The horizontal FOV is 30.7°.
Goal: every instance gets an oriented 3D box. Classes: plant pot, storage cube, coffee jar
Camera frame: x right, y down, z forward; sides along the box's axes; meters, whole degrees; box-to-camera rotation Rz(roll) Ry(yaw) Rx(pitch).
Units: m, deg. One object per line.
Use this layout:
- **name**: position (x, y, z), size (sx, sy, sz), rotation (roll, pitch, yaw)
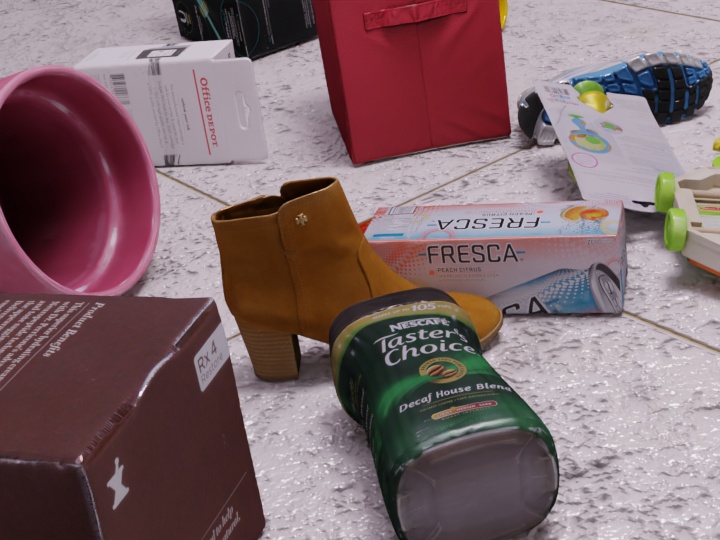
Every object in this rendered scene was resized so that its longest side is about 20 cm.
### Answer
- **plant pot**: position (-0.302, -0.057, 1.122), size (0.178, 0.201, 0.200), rotation (-12, 22, 32)
- **storage cube**: position (0.049, -0.235, 1.350), size (0.170, 0.181, 0.200), rotation (-11, 26, -4)
- **coffee jar**: position (0.044, 0.086, 0.826), size (0.104, 0.086, 0.200), rotation (-14, 27, -9)

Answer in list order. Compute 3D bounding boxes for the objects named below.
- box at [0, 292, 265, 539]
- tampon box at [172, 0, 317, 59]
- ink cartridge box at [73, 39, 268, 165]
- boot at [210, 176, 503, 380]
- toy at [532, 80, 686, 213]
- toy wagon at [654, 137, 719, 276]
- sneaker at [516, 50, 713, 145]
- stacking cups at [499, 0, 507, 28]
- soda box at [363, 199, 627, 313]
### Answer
- **box**: position (-0.185, 0.121, 0.741), size (0.199, 0.165, 0.166), rotation (2, 28, 20)
- **tampon box**: position (-0.158, -0.383, 1.739), size (0.126, 0.151, 0.200), rotation (-24, 30, -27)
- **ink cartridge box**: position (-0.189, -0.176, 1.383), size (0.199, 0.116, 0.067), rotation (-1, 27, 16)
- **boot**: position (-0.001, 0.000, 0.944), size (0.200, 0.145, 0.071), rotation (-9, 27, -1)
- **toy**: position (0.220, -0.097, 1.155), size (0.115, 0.047, 0.200), rotation (7, 39, -13)
- **toy wagon**: position (0.313, -0.050, 1.038), size (0.154, 0.040, 0.200), rotation (4, 28, 3)
- **sneaker**: position (0.248, -0.183, 1.308), size (0.199, 0.075, 0.087), rotation (-9, 21, 0)
- **stacking cups**: position (0.084, -0.333, 1.663), size (0.199, 0.061, 0.061), rotation (6, 30, 29)
- **soda box**: position (0.103, -0.009, 1.012), size (0.199, 0.069, 0.064), rotation (-1, 28, 17)
